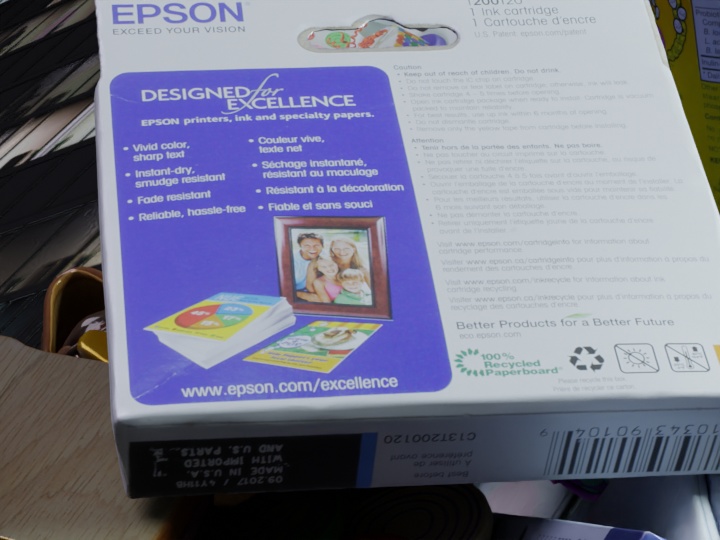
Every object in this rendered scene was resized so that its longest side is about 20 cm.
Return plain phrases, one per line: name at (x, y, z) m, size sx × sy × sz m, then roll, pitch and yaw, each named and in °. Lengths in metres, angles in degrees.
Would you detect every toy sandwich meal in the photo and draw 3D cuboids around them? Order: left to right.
toy sandwich meal at (-0.060, 0.073, 0.683) m, size 0.205 × 0.070 × 0.205 m, roll -5°, pitch 29°, yaw 3°

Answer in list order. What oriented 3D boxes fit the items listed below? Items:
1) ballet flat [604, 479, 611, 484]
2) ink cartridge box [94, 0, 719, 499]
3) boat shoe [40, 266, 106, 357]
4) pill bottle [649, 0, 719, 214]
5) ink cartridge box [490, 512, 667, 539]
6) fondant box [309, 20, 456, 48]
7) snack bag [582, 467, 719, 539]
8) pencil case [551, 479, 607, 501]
ballet flat at (0.181, 0.037, 0.871) m, size 0.200 × 0.062 × 0.067 m, roll -22°, pitch 5°, yaw 1°
ink cartridge box at (0.016, -0.017, 0.710) m, size 0.198 × 0.043 × 0.200 m, roll -2°, pitch 46°, yaw -7°
boat shoe at (-0.098, 0.051, 0.893) m, size 0.072 × 0.068 × 0.200 m, roll -26°, pitch 21°, yaw -8°
pill bottle at (0.167, -0.109, 0.882) m, size 0.104 × 0.200 × 0.104 m, roll -9°, pitch 24°, yaw 4°
ink cartridge box at (0.048, 0.131, 0.637) m, size 0.119 × 0.042 × 0.200 m, roll -64°, pitch 14°, yaw -10°
fondant box at (0.011, -0.052, 1.031) m, size 0.200 × 0.058 × 0.144 m, roll 30°, pitch 64°, yaw 19°
snack bag at (0.061, 0.157, 0.664) m, size 0.189 × 0.021 × 0.200 m, roll -57°, pitch 14°, yaw 25°
pencil case at (0.130, 0.010, 0.982) m, size 0.200 × 0.085 × 0.092 m, roll -46°, pitch -6°, yaw -39°
